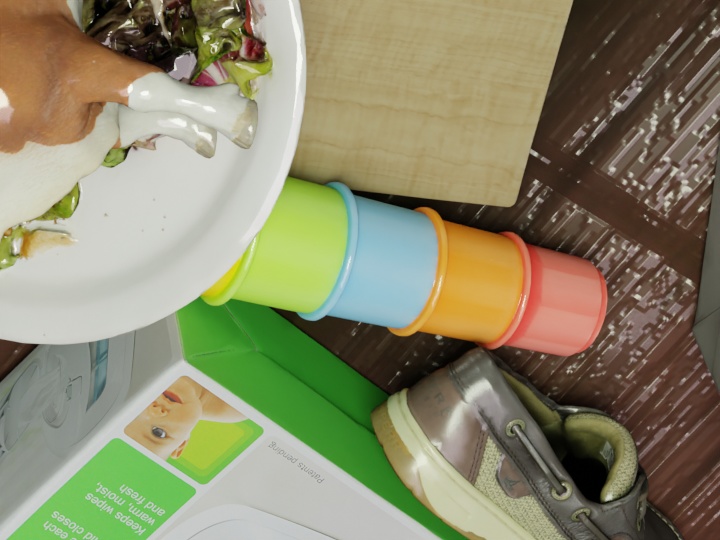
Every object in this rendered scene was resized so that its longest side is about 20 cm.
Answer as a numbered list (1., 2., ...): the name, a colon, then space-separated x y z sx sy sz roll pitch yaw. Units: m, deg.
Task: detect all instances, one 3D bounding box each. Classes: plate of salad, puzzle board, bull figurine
1. plate of salad: -0.116 -0.071 0.741 0.199 0.048 0.201 3 101 16
2. puzzle board: -0.021 -0.101 0.803 0.199 0.017 0.151 6 122 -14
3. bull figurine: -0.099 -0.070 0.635 0.121 0.200 0.065 3 152 -20

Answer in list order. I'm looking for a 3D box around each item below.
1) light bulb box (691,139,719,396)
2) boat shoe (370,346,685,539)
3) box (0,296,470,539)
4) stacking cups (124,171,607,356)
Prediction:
1. light bulb box: 0.246 -0.027 0.831 0.199 0.125 0.199 -3 124 -7
2. boat shoe: 0.087 0.090 0.896 0.065 0.073 0.200 -39 140 19
3. box: -0.065 0.113 0.893 0.176 0.097 0.200 -42 121 16
4. stacking cups: 0.000 0.000 0.836 0.200 0.061 0.061 15 120 -27
